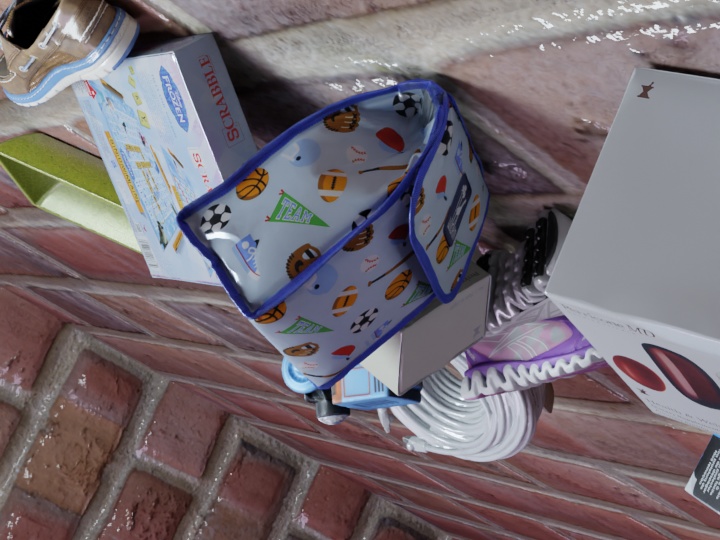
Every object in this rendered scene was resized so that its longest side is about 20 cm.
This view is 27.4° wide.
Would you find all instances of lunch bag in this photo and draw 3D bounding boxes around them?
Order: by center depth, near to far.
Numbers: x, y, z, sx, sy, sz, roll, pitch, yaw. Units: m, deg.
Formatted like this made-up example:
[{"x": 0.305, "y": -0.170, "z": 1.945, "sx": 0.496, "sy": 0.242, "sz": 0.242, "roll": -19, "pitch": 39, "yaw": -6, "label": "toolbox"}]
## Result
[{"x": 0.001, "y": -0.030, "z": 1.038, "sx": 0.124, "sy": 0.199, "sz": 0.170, "roll": 50, "pitch": 177, "yaw": 26, "label": "lunch bag"}]

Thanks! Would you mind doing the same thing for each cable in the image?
[{"x": 0.096, "y": 0.106, "z": 1.490, "sx": 0.198, "sy": 0.069, "sz": 0.202, "roll": 14, "pitch": 134, "yaw": 34, "label": "cable"}]

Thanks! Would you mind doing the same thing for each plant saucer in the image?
[{"x": -0.301, "y": -0.087, "z": 1.675, "sx": 0.198, "sy": 0.048, "sz": 0.200, "roll": 24, "pitch": 167, "yaw": 8, "label": "plant saucer"}]

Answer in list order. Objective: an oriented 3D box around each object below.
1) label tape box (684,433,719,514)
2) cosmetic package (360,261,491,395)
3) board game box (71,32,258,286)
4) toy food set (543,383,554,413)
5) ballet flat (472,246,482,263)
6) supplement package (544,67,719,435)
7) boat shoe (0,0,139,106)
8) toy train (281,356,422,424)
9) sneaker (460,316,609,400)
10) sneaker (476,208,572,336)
[{"x": 0.334, "y": 0.137, "z": 1.060, "sx": 0.066, "sy": 0.144, "sz": 0.200, "roll": 27, "pitch": -178, "yaw": -18, "label": "label tape box"}, {"x": 0.000, "y": 0.000, "z": 1.191, "sx": 0.199, "sy": 0.103, "sz": 0.074, "roll": 36, "pitch": 142, "yaw": 33, "label": "cosmetic package"}, {"x": -0.146, "y": -0.085, "z": 1.192, "sx": 0.199, "sy": 0.041, "sz": 0.202, "roll": 7, "pitch": 123, "yaw": 54, "label": "board game box"}, {"x": 0.104, "y": 0.094, "z": 1.596, "sx": 0.198, "sy": 0.061, "sz": 0.144, "roll": 17, "pitch": 164, "yaw": 31, "label": "toy food set"}, {"x": 0.082, "y": 0.006, "z": 1.304, "sx": 0.066, "sy": 0.069, "sz": 0.200, "roll": 1, "pitch": 160, "yaw": 16, "label": "ballet flat"}, {"x": 0.243, "y": 0.010, "z": 0.838, "sx": 0.190, "sy": 0.148, "sz": 0.200, "roll": 16, "pitch": 165, "yaw": 36, "label": "supplement package"}, {"x": -0.250, "y": -0.188, "z": 1.177, "sx": 0.072, "sy": 0.073, "sz": 0.199, "roll": 38, "pitch": 152, "yaw": -29, "label": "boat shoe"}, {"x": -0.008, "y": 0.033, "z": 1.307, "sx": 0.113, "sy": 0.203, "sz": 0.086, "roll": -9, "pitch": 166, "yaw": 25, "label": "toy train"}, {"x": 0.161, "y": 0.057, "z": 1.319, "sx": 0.080, "sy": 0.090, "sz": 0.199, "roll": -3, "pitch": 169, "yaw": -45, "label": "sneaker"}, {"x": 0.143, "y": 0.015, "z": 1.187, "sx": 0.080, "sy": 0.076, "sz": 0.200, "roll": 14, "pitch": 161, "yaw": -17, "label": "sneaker"}]
